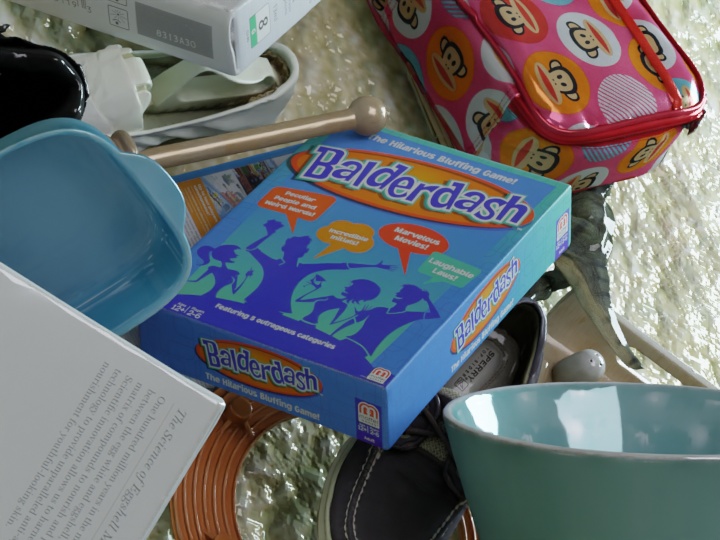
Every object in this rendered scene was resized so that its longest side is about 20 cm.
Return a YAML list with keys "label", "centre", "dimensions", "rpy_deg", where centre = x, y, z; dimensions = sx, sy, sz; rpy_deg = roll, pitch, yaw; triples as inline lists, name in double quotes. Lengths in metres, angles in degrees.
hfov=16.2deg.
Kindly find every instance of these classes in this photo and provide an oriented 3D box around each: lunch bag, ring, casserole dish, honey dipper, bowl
- label: "lunch bag"
  centre: [0.113, -0.142, 1.531]
  dimensions: [0.176, 0.082, 0.200]
  rpy_deg: [-13, 61, -39]
- label: "ring"
  centre: [-0.003, 0.129, 1.320]
  dimensions: [0.200, 0.019, 0.200]
  rpy_deg: [15, 52, -20]
- label: "casserole dish"
  centre: [-0.176, -0.002, 1.219]
  dimensions: [0.121, 0.200, 0.039]
  rpy_deg: [53, 11, -33]
- label: "honey dipper"
  centre: [-0.074, -0.067, 1.363]
  dimensions: [0.200, 0.038, 0.038]
  rpy_deg: [-13, 72, -24]
- label: "bowl"
  centre: [0.140, 0.121, 1.241]
  dimensions: [0.201, 0.201, 0.105]
  rpy_deg: [-5, 99, -37]

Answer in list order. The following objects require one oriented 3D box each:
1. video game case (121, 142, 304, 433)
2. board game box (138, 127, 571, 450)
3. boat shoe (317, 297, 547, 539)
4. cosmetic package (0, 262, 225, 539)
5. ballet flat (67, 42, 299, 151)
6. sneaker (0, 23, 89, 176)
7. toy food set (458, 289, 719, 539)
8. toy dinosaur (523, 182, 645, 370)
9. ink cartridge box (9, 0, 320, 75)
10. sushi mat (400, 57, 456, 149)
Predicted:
- label: "video game case"
  centre: [-0.070, 0.012, 1.385]
  dimensions: [0.200, 0.018, 0.143]
  rpy_deg: [-17, 75, -40]
- label: "board game box"
  centre: [0.000, 0.000, 1.343]
  dimensions: [0.152, 0.045, 0.200]
  rpy_deg: [18, 41, 25]
- label: "boat shoe"
  centre: [0.041, 0.084, 1.319]
  dimensions: [0.072, 0.065, 0.200]
  rpy_deg: [37, 48, 0]
- label: "cosmetic package"
  centre: [-0.203, 0.089, 1.122]
  dimensions: [0.200, 0.123, 0.199]
  rpy_deg: [33, 82, -14]
- label: "ballet flat"
  centre: [-0.116, -0.099, 1.384]
  dimensions: [0.200, 0.069, 0.069]
  rpy_deg: [-11, 71, -39]
- label: "sneaker"
  centre: [-0.228, -0.069, 1.237]
  dimensions: [0.200, 0.111, 0.077]
  rpy_deg: [-16, 96, -33]
- label: "toy food set"
  centre: [0.148, 0.122, 1.449]
  dimensions: [0.143, 0.060, 0.200]
  rpy_deg: [35, 50, -13]
- label: "toy dinosaur"
  centre: [0.112, -0.008, 1.484]
  dimensions: [0.088, 0.047, 0.200]
  rpy_deg: [-4, 36, 2]
- label: "ink cartridge box"
  centre: [-0.084, -0.194, 1.418]
  dimensions: [0.161, 0.050, 0.200]
  rpy_deg: [20, 45, 24]
- label: "sushi mat"
  centre: [0.053, -0.160, 1.575]
  dimensions: [0.096, 0.012, 0.200]
  rpy_deg: [-8, 69, -38]
